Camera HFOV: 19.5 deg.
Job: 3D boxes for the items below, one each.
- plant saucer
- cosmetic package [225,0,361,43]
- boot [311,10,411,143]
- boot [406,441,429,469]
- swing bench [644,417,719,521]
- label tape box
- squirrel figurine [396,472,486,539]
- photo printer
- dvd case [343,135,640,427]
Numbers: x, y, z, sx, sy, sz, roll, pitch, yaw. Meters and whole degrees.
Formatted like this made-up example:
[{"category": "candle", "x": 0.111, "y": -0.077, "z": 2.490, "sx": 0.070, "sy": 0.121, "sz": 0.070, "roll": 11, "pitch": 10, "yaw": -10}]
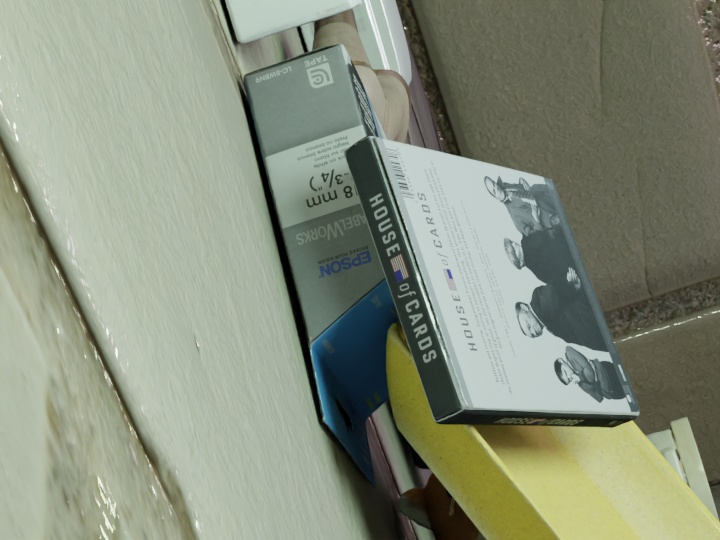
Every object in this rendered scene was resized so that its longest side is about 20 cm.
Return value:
[{"category": "plant saucer", "x": 0.106, "y": 0.115, "z": 1.139, "sx": 0.200, "sy": 0.049, "sz": 0.199, "roll": 50, "pitch": 22, "yaw": 20}, {"category": "cosmetic package", "x": -0.062, "y": -0.236, "z": 1.186, "sx": 0.101, "sy": 0.071, "sz": 0.202, "roll": -73, "pitch": 146, "yaw": -81}, {"category": "boot", "x": -0.002, "y": -0.080, "z": 1.421, "sx": 0.200, "sy": 0.070, "sz": 0.147, "roll": 64, "pitch": 18, "yaw": -56}, {"category": "boot", "x": 0.049, "y": 0.033, "z": 1.492, "sx": 0.198, "sy": 0.073, "sz": 0.164, "roll": -68, "pitch": 146, "yaw": -71}, {"category": "swing bench", "x": 0.187, "y": 0.231, "z": 1.657, "sx": 0.200, "sy": 0.197, "sz": 0.131, "roll": 62, "pitch": 12, "yaw": -62}, {"category": "label tape box", "x": 0.000, "y": 0.000, "z": 1.150, "sx": 0.144, "sy": 0.063, "sz": 0.202, "roll": 59, "pitch": 15, "yaw": -67}, {"category": "squirrel figurine", "x": 0.089, "y": 0.206, "z": 1.256, "sx": 0.201, "sy": 0.140, "sz": 0.188, "roll": 91, "pitch": -23, "yaw": -58}, {"category": "photo printer", "x": -0.010, "y": -0.209, "z": 1.641, "sx": 0.200, "sy": 0.069, "sz": 0.168, "roll": -66, "pitch": 140, "yaw": -81}, {"category": "dvd case", "x": 0.074, "y": 0.010, "z": 1.120, "sx": 0.199, "sy": 0.025, "sz": 0.151, "roll": 8, "pitch": 59, "yaw": -56}]
